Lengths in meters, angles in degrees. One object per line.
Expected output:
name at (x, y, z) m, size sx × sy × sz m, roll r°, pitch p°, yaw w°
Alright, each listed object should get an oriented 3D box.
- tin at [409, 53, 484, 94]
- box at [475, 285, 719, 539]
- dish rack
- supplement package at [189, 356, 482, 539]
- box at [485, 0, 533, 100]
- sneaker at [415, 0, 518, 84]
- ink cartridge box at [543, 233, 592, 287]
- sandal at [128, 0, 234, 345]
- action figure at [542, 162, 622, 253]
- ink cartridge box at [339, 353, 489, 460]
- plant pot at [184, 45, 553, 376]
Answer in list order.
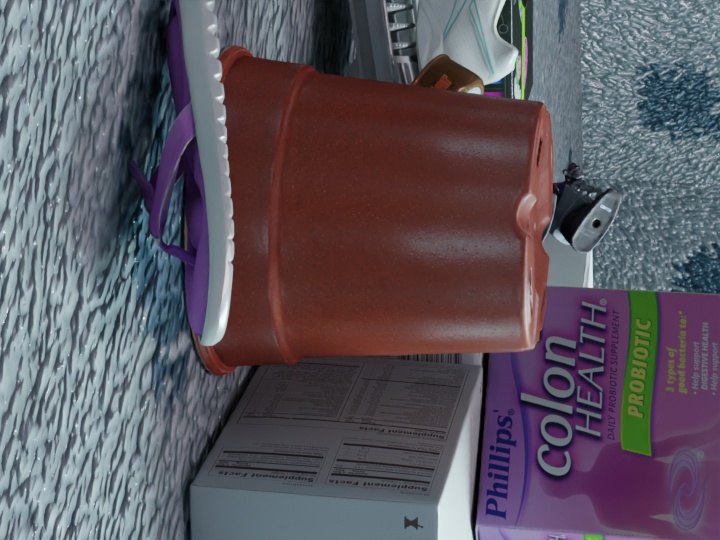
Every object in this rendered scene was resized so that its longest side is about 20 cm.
tin at (0.046, -0.078, 1.481) m, size 0.112 × 0.042 × 0.200 m, roll -58°, pitch 168°, yaw -25°
box at (0.183, 0.110, 1.352) m, size 0.097 × 0.199 × 0.177 m, roll 77°, pitch 18°, yaw -63°
dish rack at (0.014, -0.205, 1.518) m, size 0.172 × 0.043 × 0.201 m, roll -31°, pitch 114°, yaw -77°
supplement package at (-0.010, 0.161, 1.266) m, size 0.200 × 0.150 × 0.153 m, roll -63°, pitch 155°, yaw -67°
box at (0.082, -0.229, 1.735) m, size 0.149 × 0.124 × 0.201 m, roll -66°, pitch 156°, yaw -62°
sneaker at (0.076, -0.236, 1.545) m, size 0.070 × 0.080 × 0.201 m, roll -9°, pitch 90°, yaw -77°
ink cartridge box at (0.085, 0.064, 1.623) m, size 0.147 × 0.199 × 0.147 m, roll 81°, pitch 16°, yaw -51°
sandal at (-0.094, -0.053, 1.033) m, size 0.083 × 0.049 × 0.204 m, roll 105°, pitch -18°, yaw -61°
action figure at (0.128, -0.069, 1.588) m, size 0.070 × 0.130 × 0.200 m, roll -71°, pitch -157°, yaw 15°
ink cartridge box at (0.015, 0.069, 1.386) m, size 0.086 × 0.146 × 0.201 m, roll -71°, pitch 162°, yaw -63°
plant pot at (0.013, -0.030, 1.210) m, size 0.201 × 0.194 × 0.202 m, roll 4°, pitch 90°, yaw -79°
